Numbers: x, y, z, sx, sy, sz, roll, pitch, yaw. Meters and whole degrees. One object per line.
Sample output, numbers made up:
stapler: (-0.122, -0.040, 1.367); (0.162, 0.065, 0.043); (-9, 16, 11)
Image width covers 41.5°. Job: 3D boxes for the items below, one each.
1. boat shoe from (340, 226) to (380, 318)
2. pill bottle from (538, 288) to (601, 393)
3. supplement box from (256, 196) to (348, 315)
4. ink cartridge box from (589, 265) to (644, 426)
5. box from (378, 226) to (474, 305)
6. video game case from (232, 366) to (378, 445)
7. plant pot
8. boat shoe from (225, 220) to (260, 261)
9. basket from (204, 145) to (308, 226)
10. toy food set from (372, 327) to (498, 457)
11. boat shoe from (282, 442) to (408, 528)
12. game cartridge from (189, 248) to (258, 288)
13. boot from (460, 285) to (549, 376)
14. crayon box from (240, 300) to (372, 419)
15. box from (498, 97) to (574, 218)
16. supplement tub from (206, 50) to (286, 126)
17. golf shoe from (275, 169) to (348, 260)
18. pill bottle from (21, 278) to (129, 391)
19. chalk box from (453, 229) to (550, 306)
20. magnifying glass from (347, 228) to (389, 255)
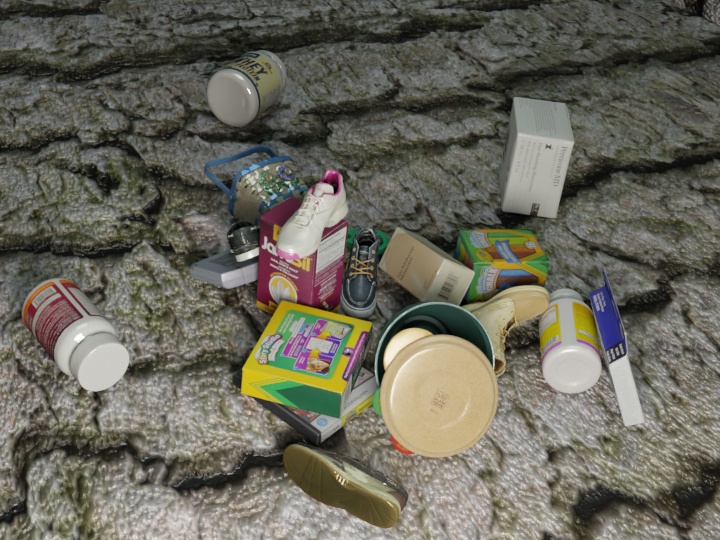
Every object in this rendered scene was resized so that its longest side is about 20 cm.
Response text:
boat shoe: (0.000, 0.000, 1.825); (0.070, 0.092, 0.201); (6, 35, -2)
pill bottle: (0.375, 0.120, 1.711); (0.102, 0.106, 0.201); (9, 35, 2)
supplement box: (-0.107, -0.008, 1.721); (0.130, 0.203, 0.103); (25, 38, 26)
ink cartridge box: (0.435, 0.128, 1.632); (0.040, 0.202, 0.201); (-14, 32, 11)
box: (0.121, -0.002, 1.791); (0.077, 0.096, 0.200); (22, 8, -30)
video game case: (-0.083, 0.190, 1.595); (0.199, 0.026, 0.180); (30, 41, 29)
plant pot: (0.110, 0.142, 1.579); (0.197, 0.204, 0.134); (1, 7, -9)
boat shoe: (-0.218, -0.066, 1.791); (0.075, 0.061, 0.200); (-20, 12, -11)
basket: (-0.210, -0.183, 2.005); (0.175, 0.140, 0.200); (-26, 56, -38)
toy food set: (0.119, 0.198, 1.491); (0.197, 0.201, 0.049); (12, 5, -8)
boat shoe: (-0.021, 0.310, 1.403); (0.199, 0.073, 0.066); (24, 27, 22)
game cartridge: (-0.213, -0.018, 1.824); (0.198, 0.041, 0.132); (-25, 21, -37)
boot: (0.253, 0.112, 1.692); (0.197, 0.073, 0.156); (-16, 35, 8)
crayon box: (-0.086, 0.145, 1.587); (0.170, 0.059, 0.201); (12, 34, 10)
box: (0.399, -0.260, 2.176); (0.128, 0.201, 0.201); (7, 34, 1)
supplement tub: (-0.282, -0.463, 2.389); (0.143, 0.147, 0.200); (18, 36, 15)
golf shoe: (-0.084, -0.096, 1.596); (0.074, 0.093, 0.201); (19, 42, 16)
pill bottle: (-0.470, 0.106, 1.569); (0.109, 0.111, 0.199); (-21, 43, -35)
chalk box: (0.247, 0.002, 1.839); (0.196, 0.126, 0.126); (-1, 35, -12)
magnifying glass: (-0.037, -0.069, 1.983); (0.197, 0.023, 0.080); (12, 35, 3)
